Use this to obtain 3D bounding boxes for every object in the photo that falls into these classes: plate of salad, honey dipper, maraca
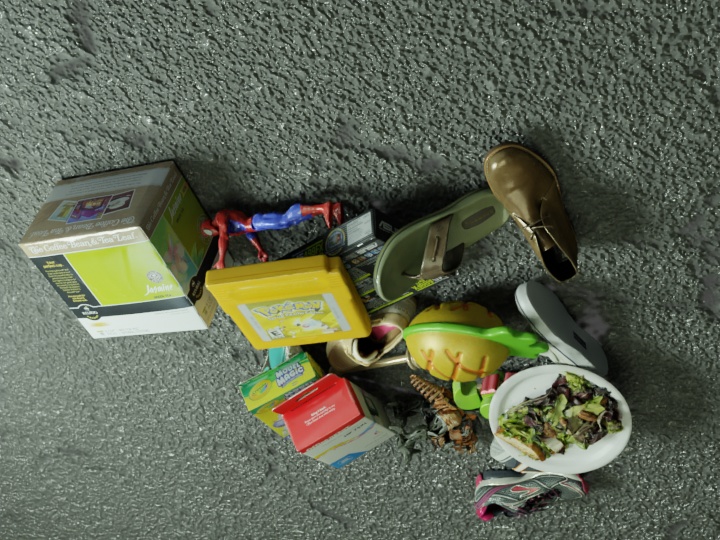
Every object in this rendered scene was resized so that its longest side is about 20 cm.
[{"bbox_3d":[0.278,0.218,1.322,0.198,0.048,0.202,7,123,11],"label":"plate of salad"},{"bbox_3d":[0.033,0.142,1.431,0.199,0.038,0.038,-15,130,32],"label":"honey dipper"},{"bbox_3d":[0.151,0.096,1.266,0.198,0.108,0.137,-2,162,31],"label":"maraca"}]

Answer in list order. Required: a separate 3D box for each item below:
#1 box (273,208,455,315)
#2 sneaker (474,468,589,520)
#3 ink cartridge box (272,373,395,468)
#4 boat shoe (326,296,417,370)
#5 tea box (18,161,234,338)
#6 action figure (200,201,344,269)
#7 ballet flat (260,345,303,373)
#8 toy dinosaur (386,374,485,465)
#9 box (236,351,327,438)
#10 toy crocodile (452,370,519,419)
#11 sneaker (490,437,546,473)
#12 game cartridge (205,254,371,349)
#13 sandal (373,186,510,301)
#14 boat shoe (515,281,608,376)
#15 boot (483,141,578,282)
[{"bbox_3d":[0.000,0.000,1.246,0.199,0.045,0.160,-26,145,38],"label":"box"},{"bbox_3d":[0.286,0.377,1.572,0.199,0.075,0.081,-16,129,30],"label":"sneaker"},{"bbox_3d":[-0.038,0.232,1.442,0.116,0.068,0.200,-32,151,9],"label":"ink cartridge box"},{"bbox_3d":[0.006,0.101,1.370,0.073,0.070,0.200,30,136,-15],"label":"boat shoe"},{"bbox_3d":[-0.314,-0.023,1.291,0.198,0.134,0.198,-6,135,22],"label":"tea box"},{"bbox_3d":[-0.123,-0.039,1.244,0.198,0.100,0.065,0,180,21],"label":"action figure"},{"bbox_3d":[-0.119,0.153,1.481,0.071,0.072,0.200,21,140,-6],"label":"ballet flat"},{"bbox_3d":[0.118,0.226,1.474,0.135,0.102,0.201,-19,110,14],"label":"toy dinosaur"},{"bbox_3d":[-0.103,0.189,1.435,0.117,0.049,0.200,-28,150,3],"label":"box"},{"bbox_3d":[0.233,0.175,1.379,0.198,0.068,0.062,-4,134,22],"label":"toy crocodile"},{"bbox_3d":[0.287,0.254,1.442,0.079,0.079,0.200,32,143,-12],"label":"sneaker"},{"bbox_3d":[-0.090,0.046,1.244,0.175,0.033,0.200,-8,153,10],"label":"game cartridge"},{"bbox_3d":[0.101,-0.031,1.142,0.200,0.057,0.080,-34,131,1],"label":"sandal"},{"bbox_3d":[0.259,0.090,1.285,0.070,0.071,0.200,-26,130,33],"label":"boat shoe"},{"bbox_3d":[0.211,-0.067,1.114,0.073,0.076,0.200,-27,125,19],"label":"boot"}]
